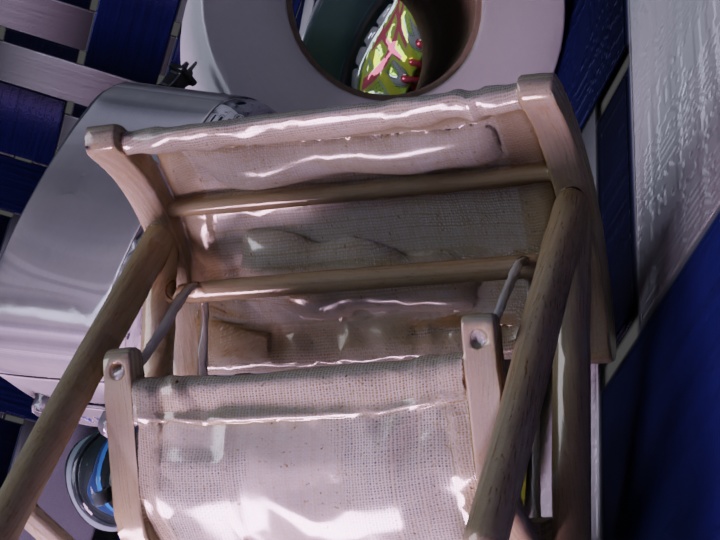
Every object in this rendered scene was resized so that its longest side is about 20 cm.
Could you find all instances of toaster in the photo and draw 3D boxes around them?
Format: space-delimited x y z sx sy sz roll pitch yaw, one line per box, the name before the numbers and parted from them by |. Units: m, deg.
toaster | -0.090 -0.011 0.834 0.129 0.114 0.201 9 66 48

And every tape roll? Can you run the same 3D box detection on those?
tape roll | 0.002 -0.137 0.968 0.139 0.201 0.204 151 134 -79

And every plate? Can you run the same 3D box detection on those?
plate | 0.010 -0.139 1.208 0.200 0.025 0.201 -45 -35 -44

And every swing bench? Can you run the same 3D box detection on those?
swing bench | -0.012 0.043 0.659 0.130 0.197 0.201 58 -146 -50

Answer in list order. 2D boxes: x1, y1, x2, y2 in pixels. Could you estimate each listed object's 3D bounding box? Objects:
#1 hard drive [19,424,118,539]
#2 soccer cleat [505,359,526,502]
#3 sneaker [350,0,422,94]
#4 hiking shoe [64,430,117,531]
hard drive | -0.176 0.184 0.958 0.135 0.042 0.201 100 -173 -72
soccer cleat | 0.055 0.077 0.786 0.084 0.064 0.202 23 -103 -69
sneaker | 0.049 -0.147 1.101 0.090 0.078 0.202 -131 52 -67
hiking shoe | -0.060 0.079 0.911 0.199 0.075 0.087 -34 8 -21
